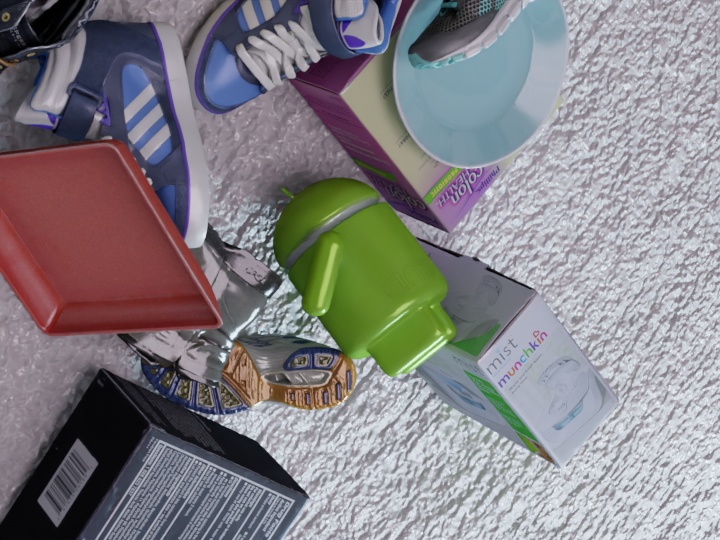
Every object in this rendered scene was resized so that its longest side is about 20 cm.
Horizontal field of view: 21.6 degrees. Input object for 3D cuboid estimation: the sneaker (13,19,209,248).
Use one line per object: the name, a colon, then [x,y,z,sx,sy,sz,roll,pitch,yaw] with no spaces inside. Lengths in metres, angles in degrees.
sneaker: [-0.212,-0.108,1.560,0.146,0.081,0.200,-9,85,-20]

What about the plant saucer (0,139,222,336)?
plant saucer: [-0.228,-0.031,1.564,0.200,0.200,0.037,61,41,-33]

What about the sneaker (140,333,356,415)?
sneaker: [-0.107,0.093,1.753,0.200,0.088,0.075,8,96,-13]

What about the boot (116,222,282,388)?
boot: [-0.174,0.010,1.650,0.200,0.068,0.131,38,81,-20]

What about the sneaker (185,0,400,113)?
sneaker: [-0.049,-0.204,1.630,0.200,0.146,0.081,-47,127,-14]

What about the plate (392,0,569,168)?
plate: [0.106,-0.192,1.710,0.200,0.026,0.200,-13,114,-32]

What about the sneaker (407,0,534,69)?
sneaker: [0.103,-0.255,1.638,0.200,0.078,0.091,-44,110,-19]

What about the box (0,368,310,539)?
box: [-0.191,0.227,1.697,0.198,0.123,0.200,31,95,-38]

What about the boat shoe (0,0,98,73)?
boat shoe: [-0.301,-0.183,1.503,0.200,0.091,0.071,-44,126,-15]

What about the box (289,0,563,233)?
box: [0.063,-0.171,1.764,0.176,0.097,0.200,-49,126,-11]

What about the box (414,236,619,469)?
box: [0.124,0.075,1.828,0.097,0.200,0.176,-49,128,-11]

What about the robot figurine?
robot figurine: [0.000,0.000,1.726,0.116,0.200,0.175,-39,170,15]
